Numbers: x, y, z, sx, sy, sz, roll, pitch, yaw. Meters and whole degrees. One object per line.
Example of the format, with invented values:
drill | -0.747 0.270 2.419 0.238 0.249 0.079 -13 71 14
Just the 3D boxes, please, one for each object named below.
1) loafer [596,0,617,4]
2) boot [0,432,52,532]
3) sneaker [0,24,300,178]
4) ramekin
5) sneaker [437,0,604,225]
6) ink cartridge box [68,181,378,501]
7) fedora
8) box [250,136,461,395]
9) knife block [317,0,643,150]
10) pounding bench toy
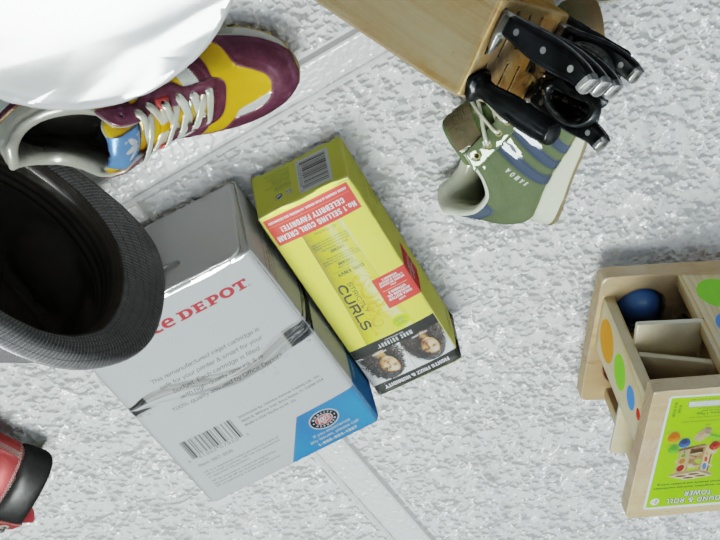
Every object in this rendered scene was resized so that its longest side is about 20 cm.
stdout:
loafer | 0.217 -0.215 1.122 0.199 0.068 0.076 -17 131 3
boot | -0.331 0.186 1.343 0.200 0.073 0.144 -41 127 17
sneaker | -0.133 -0.099 1.130 0.199 0.090 0.075 -9 131 -4
ramekin | -0.171 -0.202 1.034 0.201 0.094 0.203 -6 131 -7
sneaker | 0.100 -0.097 1.182 0.089 0.067 0.201 -2 144 -9
ink cartridge box | -0.098 0.054 1.269 0.144 0.084 0.200 -27 131 10
fedora | -0.234 0.002 1.145 0.200 0.177 0.090 28 130 -29
box | 0.000 0.000 1.268 0.075 0.050 0.200 -24 130 9
knife block | 0.062 -0.142 1.043 0.199 0.176 0.064 23 107 -8
pounding bench toy | 0.279 0.077 1.322 0.199 0.156 0.125 -3 129 -9
